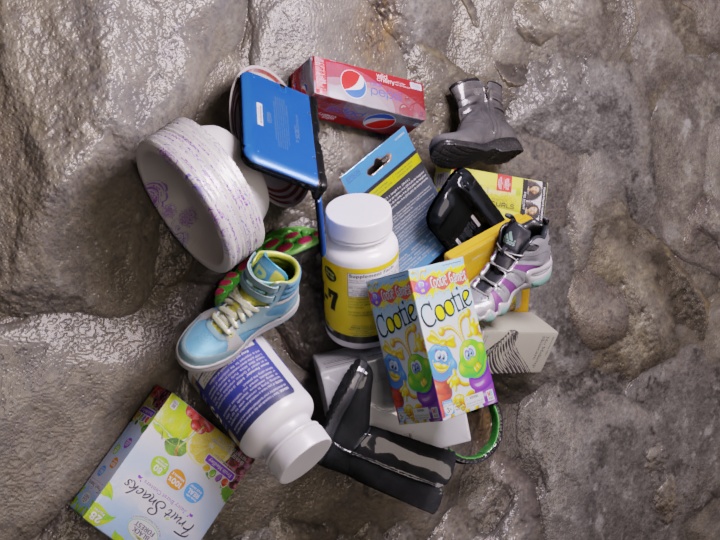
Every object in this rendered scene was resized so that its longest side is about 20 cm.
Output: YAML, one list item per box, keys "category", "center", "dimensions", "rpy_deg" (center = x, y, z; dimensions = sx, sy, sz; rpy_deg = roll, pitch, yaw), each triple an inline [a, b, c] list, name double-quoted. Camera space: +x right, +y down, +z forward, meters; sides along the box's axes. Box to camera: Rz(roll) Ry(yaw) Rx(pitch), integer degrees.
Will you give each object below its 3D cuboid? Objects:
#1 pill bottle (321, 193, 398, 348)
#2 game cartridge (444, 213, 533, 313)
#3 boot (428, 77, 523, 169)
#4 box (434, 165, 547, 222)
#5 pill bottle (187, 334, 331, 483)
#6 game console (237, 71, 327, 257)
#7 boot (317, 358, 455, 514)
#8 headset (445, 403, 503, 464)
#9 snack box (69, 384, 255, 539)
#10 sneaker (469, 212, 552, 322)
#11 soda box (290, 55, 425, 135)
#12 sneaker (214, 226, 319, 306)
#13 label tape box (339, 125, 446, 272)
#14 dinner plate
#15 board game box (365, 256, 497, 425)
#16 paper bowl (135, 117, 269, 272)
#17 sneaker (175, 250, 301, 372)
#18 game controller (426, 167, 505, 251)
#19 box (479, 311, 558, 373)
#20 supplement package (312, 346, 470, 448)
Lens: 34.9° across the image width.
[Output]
- category: "pill bottle"
  center: [0.000, 0.000, 1.642]
  dimensions: [0.113, 0.114, 0.203]
  rpy_deg: [-21, 127, -28]
- category: "game cartridge"
  center: [0.202, 0.023, 1.802]
  dimensions: [0.175, 0.032, 0.202]
  rpy_deg: [-28, 137, -27]
- category: "boot"
  center: [0.161, -0.231, 1.772]
  dimensions: [0.198, 0.069, 0.134]
  rpy_deg: [-4, 71, -47]
- category: "box"
  center: [0.208, -0.120, 1.836]
  dimensions: [0.197, 0.050, 0.077]
  rpy_deg: [7, 90, -31]
- category: "pill bottle"
  center: [-0.133, 0.182, 1.551]
  dimensions: [0.119, 0.120, 0.200]
  rpy_deg: [-31, 67, -26]
- category: "game console"
  center: [-0.104, -0.143, 1.532]
  dimensions: [0.168, 0.202, 0.119]
  rpy_deg: [19, 127, -23]
- category: "boot"
  center: [0.047, 0.233, 1.601]
  dimensions: [0.198, 0.066, 0.167]
  rpy_deg: [25, 102, -9]
- category: "headset"
  center: [0.151, 0.210, 1.798]
  dimensions: [0.123, 0.094, 0.201]
  rpy_deg: [-40, 96, -23]
- category: "snack box"
  center: [-0.267, 0.290, 1.562]
  dimensions: [0.168, 0.067, 0.201]
  rpy_deg: [42, 74, -27]
- category: "sneaker"
  center: [0.214, -0.019, 1.711]
  dimensions: [0.199, 0.077, 0.142]
  rpy_deg: [-34, 136, -35]
- category: "soda box"
  center: [-0.003, -0.253, 1.678]
  dimensions: [0.197, 0.070, 0.065]
  rpy_deg: [9, 67, -32]
- category: "sneaker"
  center: [-0.126, 0.008, 1.638]
  dimensions: [0.199, 0.076, 0.085]
  rpy_deg: [-40, 134, -23]
- category: "label tape box"
  center: [0.047, -0.094, 1.730]
  dimensions: [0.144, 0.063, 0.202]
  rpy_deg: [-39, 112, -25]
- category: "dinner plate"
  center: [-0.129, -0.185, 1.597]
  dimensions: [0.199, 0.024, 0.204]
  rpy_deg: [31, 54, -53]
- category: "board game box"
  center: [0.097, 0.096, 1.559]
  dimensions: [0.104, 0.102, 0.203]
  rpy_deg: [-13, 88, -35]
- category: "paper bowl"
  center: [-0.197, -0.107, 1.500]
  dimensions: [0.104, 0.200, 0.203]
  rpy_deg: [-38, 111, -24]
- category: "sneaker"
  center: [-0.157, 0.042, 1.487]
  dimensions: [0.079, 0.131, 0.199]
  rpy_deg: [43, 58, 17]
- category: "game controller"
  center: [0.164, -0.072, 1.746]
  dimensions: [0.105, 0.042, 0.200]
  rpy_deg: [-49, 141, -3]
- category: "box"
  center: [0.221, 0.114, 1.812]
  dimensions: [0.198, 0.068, 0.083]
  rpy_deg: [3, 116, -45]
- category: "supplement package"
  center: [0.044, 0.188, 1.685]
  dimensions: [0.197, 0.111, 0.158]
  rpy_deg: [-13, 101, -7]
